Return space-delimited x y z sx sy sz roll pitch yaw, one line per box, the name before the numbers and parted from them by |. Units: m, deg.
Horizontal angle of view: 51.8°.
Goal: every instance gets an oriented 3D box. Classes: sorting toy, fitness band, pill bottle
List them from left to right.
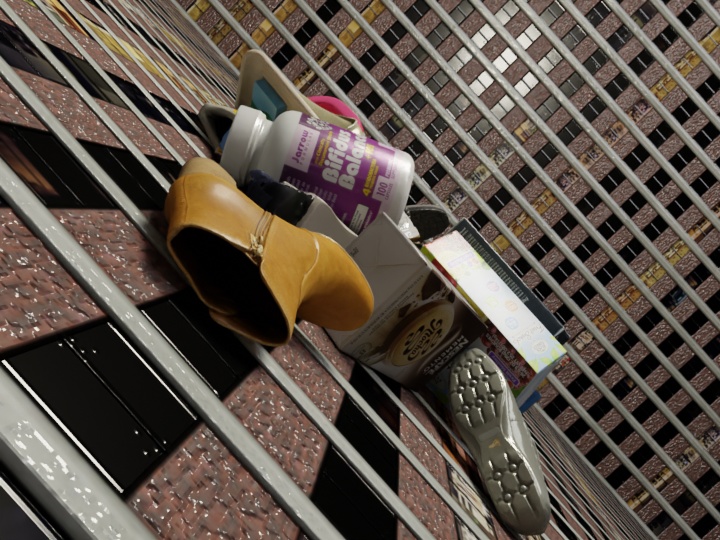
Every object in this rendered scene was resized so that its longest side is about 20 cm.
sorting toy | -0.104 -0.156 0.971 0.200 0.036 0.186 47 -35 18
fitness band | -0.074 -0.199 1.087 0.201 0.142 0.038 54 -12 51
pill bottle | -0.049 -0.105 0.806 0.196 0.114 0.112 19 11 -9

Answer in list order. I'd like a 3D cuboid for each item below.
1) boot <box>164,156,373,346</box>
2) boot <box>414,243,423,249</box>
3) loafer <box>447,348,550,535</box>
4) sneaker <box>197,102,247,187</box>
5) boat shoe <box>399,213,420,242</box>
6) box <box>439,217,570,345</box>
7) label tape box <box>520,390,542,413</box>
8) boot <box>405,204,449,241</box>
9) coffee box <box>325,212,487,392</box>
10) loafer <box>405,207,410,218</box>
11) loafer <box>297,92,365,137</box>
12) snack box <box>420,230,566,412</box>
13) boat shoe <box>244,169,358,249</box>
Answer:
boot | -0.054 0.013 0.506 0.201 0.071 0.145 41 14 -28
boot | 0.064 0.005 1.313 0.172 0.069 0.203 23 -49 37
loafer | 0.140 0.173 0.761 0.070 0.069 0.202 53 18 -48
sneaker | -0.126 -0.127 0.895 0.200 0.075 0.090 43 10 29
boat shoe | 0.003 -0.054 1.029 0.198 0.070 0.070 -12 74 -52
box | 0.183 0.047 1.030 0.201 0.107 0.148 50 8 20
label tape box | 0.199 0.137 1.173 0.201 0.063 0.145 49 -37 14
boot | 0.047 -0.112 1.253 0.133 0.196 0.071 -91 176 -46
coffee box | 0.042 0.041 0.759 0.080 0.113 0.200 50 7 32
loafer | -0.021 -0.077 1.105 0.197 0.075 0.071 8 1 -32
loafer | -0.080 -0.199 1.001 0.197 0.076 0.069 16 -46 36
snack box | 0.130 0.084 0.912 0.201 0.067 0.170 51 -38 22
boat shoe | -0.056 -0.033 0.763 0.092 0.075 0.201 31 -14 28
